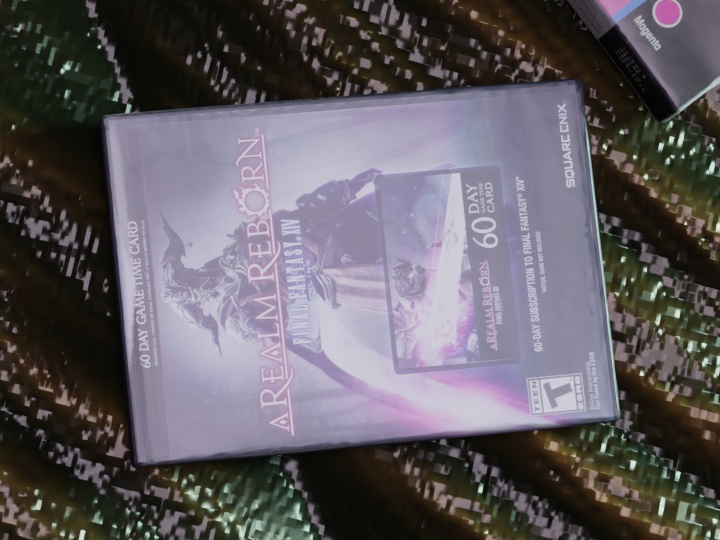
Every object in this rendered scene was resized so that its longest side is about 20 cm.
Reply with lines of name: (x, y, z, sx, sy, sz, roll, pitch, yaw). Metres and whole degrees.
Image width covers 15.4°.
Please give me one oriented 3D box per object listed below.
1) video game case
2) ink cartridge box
video game case: (0.000, 0.000, 1.085, 0.200, 0.019, 0.143, -5, 84, -10)
ink cartridge box: (0.176, -0.158, 1.125, 0.200, 0.037, 0.095, -37, 90, -13)
